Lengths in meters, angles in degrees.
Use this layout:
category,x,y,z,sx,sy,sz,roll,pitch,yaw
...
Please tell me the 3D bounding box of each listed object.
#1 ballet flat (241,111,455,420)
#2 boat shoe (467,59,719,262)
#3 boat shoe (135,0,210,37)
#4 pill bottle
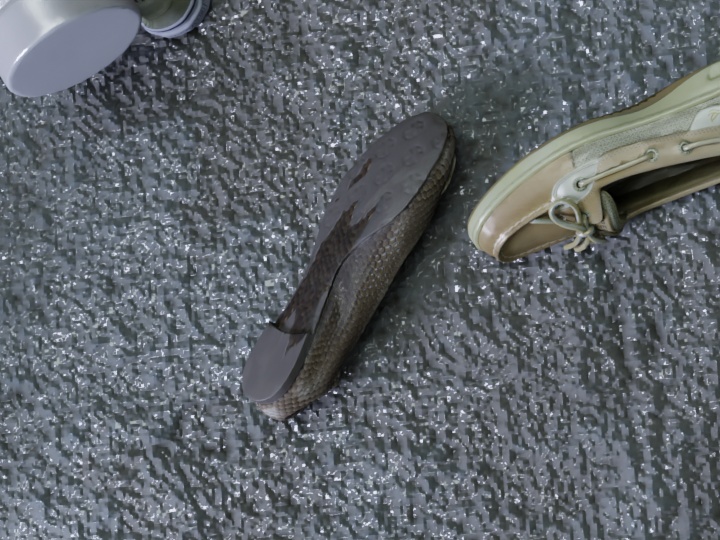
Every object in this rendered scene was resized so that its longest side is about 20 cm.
category,x,y,z,sx,sy,sz,roll,pitch,yaw
ballet flat,0.000,0.000,1.728,0.067,0.046,0.200,21,79,52
boat shoe,0.156,-0.052,1.669,0.200,0.073,0.063,-26,67,4
boat shoe,-0.157,-0.230,1.815,0.072,0.062,0.200,-39,70,7
pill bottle,-0.213,-0.207,1.746,0.114,0.114,0.200,-34,73,9
